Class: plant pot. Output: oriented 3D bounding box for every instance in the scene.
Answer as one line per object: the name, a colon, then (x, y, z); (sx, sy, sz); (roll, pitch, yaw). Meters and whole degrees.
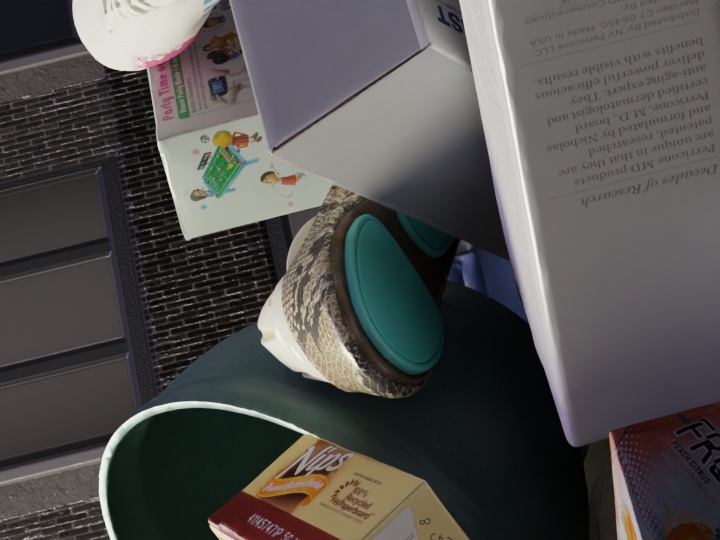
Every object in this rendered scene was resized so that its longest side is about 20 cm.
plant pot: (0.013, 0.088, 1.069); (0.134, 0.199, 0.201); (-50, -39, -37)

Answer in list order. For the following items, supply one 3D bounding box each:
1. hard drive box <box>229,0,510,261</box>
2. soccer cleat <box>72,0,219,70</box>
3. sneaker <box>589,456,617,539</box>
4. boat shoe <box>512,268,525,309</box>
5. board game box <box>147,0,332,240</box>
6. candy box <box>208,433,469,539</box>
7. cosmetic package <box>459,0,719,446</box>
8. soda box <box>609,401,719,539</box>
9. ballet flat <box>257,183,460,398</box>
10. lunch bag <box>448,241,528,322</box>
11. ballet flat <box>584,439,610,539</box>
hard drive box: (0.019, -0.120, 0.975); (0.156, 0.077, 0.201); (21, -134, -49)
soccer cleat: (-0.089, -0.138, 1.150); (0.070, 0.086, 0.200); (55, 140, 0)
sneaker: (0.122, 0.154, 0.966); (0.115, 0.075, 0.202); (67, -168, -78)
boat shoe: (0.080, -0.068, 1.070); (0.073, 0.074, 0.201); (101, 150, -63)
board game box: (-0.002, -0.105, 1.257); (0.148, 0.199, 0.065); (-103, -1, -51)
candy box: (0.040, 0.155, 0.926); (0.200, 0.055, 0.115); (54, 167, -17)
cosmetic package: (0.075, -0.054, 0.818); (0.102, 0.071, 0.201); (-104, 0, -48)
soda box: (0.117, 0.109, 0.813); (0.200, 0.063, 0.069); (75, -179, -62)
ballet flat: (0.000, 0.000, 0.987); (0.068, 0.075, 0.200); (53, -154, -18)
lunch bag: (0.063, 0.027, 1.329); (0.132, 0.135, 0.201); (-108, 6, -87)
ballet flat: (0.125, 0.139, 1.217); (0.046, 0.067, 0.201); (103, 153, -54)
